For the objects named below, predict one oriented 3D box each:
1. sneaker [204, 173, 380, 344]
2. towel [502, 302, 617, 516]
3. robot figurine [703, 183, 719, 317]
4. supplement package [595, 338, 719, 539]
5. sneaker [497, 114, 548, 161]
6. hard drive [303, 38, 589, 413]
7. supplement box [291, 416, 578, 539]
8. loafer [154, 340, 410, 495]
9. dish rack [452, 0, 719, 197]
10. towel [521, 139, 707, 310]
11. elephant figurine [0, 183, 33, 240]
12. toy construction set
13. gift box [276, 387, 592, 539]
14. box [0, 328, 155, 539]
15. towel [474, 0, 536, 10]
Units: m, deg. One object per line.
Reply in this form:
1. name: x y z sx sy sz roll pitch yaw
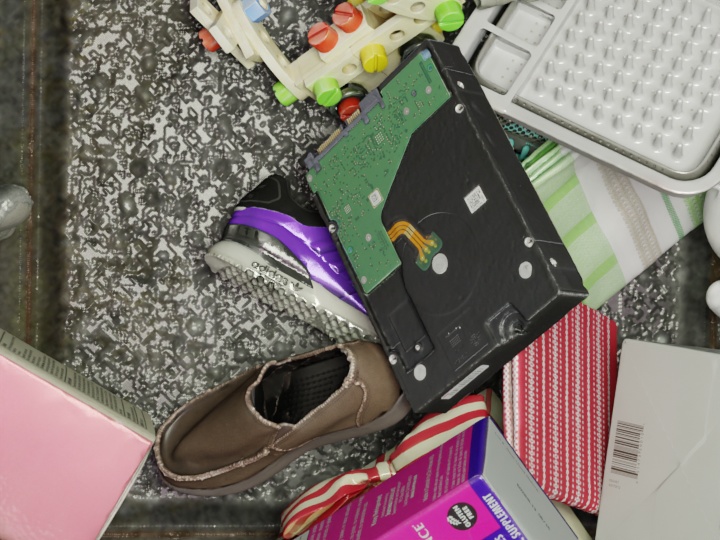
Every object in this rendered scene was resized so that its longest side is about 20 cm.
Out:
1. sneaker: 0.000 0.000 1.366 0.200 0.070 0.100 31 72 -15
2. towel: 0.134 0.086 1.322 0.022 0.200 0.145 -6 74 25
3. robot figurine: 0.315 -0.019 1.374 0.170 0.113 0.200 -47 117 -6
4. supplement package: 0.289 0.137 1.338 0.200 0.151 0.152 7 91 -34
5. sneaker: 0.119 -0.106 1.377 0.200 0.078 0.091 -5 97 -7
6. hard drive: 0.049 -0.028 1.259 0.140 0.038 0.200 -43 60 31
7. supplement box: 0.021 0.193 1.181 0.200 0.103 0.101 -34 100 14
8. loafer: -0.062 0.089 1.314 0.200 0.071 0.073 -26 57 22
9. dish rack: 0.175 -0.141 1.305 0.200 0.044 0.172 27 68 16
10. towel: 0.208 -0.073 1.374 0.200 0.031 0.149 -40 128 -10
11. elephant figurine: -0.308 -0.105 1.297 0.141 0.155 0.200 -22 84 26
12. toy construction set: -0.014 -0.171 1.319 0.200 0.131 0.092 -19 58 30
13. gift box: 0.052 0.197 1.329 0.184 0.200 0.187 -34 101 7
14. box: -0.247 0.100 1.301 0.200 0.128 0.109 31 89 -8
15. towel: 0.137 -0.285 1.292 0.200 0.035 0.193 -19 93 -8
